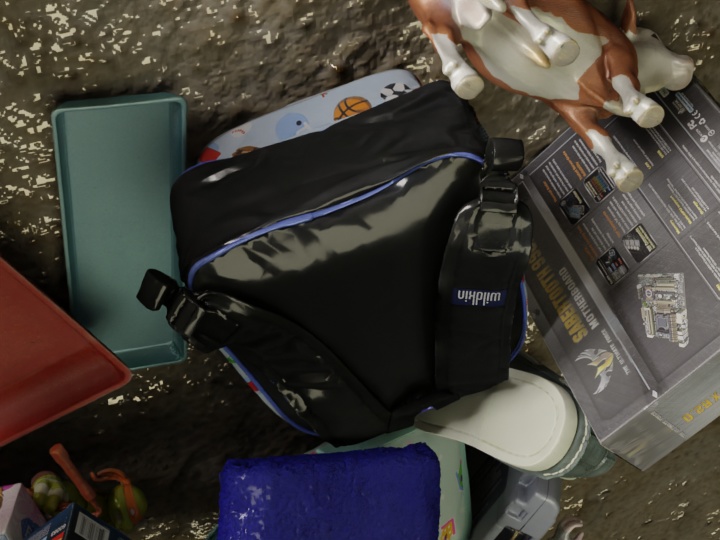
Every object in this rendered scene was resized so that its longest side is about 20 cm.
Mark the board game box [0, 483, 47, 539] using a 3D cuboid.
[{"bbox_3d":[-0.267,0.230,0.773,0.199,0.041,0.200,-11,127,10],"label":"board game box"}]

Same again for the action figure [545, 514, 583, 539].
[{"bbox_3d":[0.103,0.256,0.952,0.148,0.200,0.135,-4,91,2],"label":"action figure"}]

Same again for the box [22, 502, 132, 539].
[{"bbox_3d":[-0.140,0.232,0.721,0.136,0.038,0.200,-37,119,23],"label":"box"}]

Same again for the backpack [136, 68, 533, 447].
[{"bbox_3d":[0.000,0.000,0.667,0.199,0.155,0.191,-17,132,6],"label":"backpack"}]

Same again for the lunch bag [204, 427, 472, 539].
[{"bbox_3d":[-0.017,0.180,0.822,0.170,0.122,0.201,-17,143,-49],"label":"lunch bag"}]

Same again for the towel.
[{"bbox_3d":[-0.024,0.200,0.696,0.147,0.049,0.202,2,95,-35],"label":"towel"}]

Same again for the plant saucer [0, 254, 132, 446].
[{"bbox_3d":[-0.260,0.039,0.659,0.199,0.037,0.200,-27,137,11],"label":"plant saucer"}]

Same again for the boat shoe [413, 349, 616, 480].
[{"bbox_3d":[0.080,0.078,0.748,0.062,0.200,0.073,23,91,-31],"label":"boat shoe"}]

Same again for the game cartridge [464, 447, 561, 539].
[{"bbox_3d":[0.093,0.178,0.893,0.041,0.133,0.200,23,128,-9],"label":"game cartridge"}]

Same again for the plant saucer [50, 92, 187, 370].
[{"bbox_3d":[-0.134,-0.016,0.687,0.069,0.019,0.201,-8,134,-16],"label":"plant saucer"}]

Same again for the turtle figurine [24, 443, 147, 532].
[{"bbox_3d":[-0.208,0.167,0.797,0.160,0.065,0.200,-18,146,4],"label":"turtle figurine"}]

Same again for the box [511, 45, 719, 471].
[{"bbox_3d":[0.168,-0.012,0.691,0.158,0.201,0.048,-43,131,18],"label":"box"}]

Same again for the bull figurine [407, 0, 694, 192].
[{"bbox_3d":[0.104,-0.113,0.633,0.199,0.122,0.065,19,123,-30],"label":"bull figurine"}]
